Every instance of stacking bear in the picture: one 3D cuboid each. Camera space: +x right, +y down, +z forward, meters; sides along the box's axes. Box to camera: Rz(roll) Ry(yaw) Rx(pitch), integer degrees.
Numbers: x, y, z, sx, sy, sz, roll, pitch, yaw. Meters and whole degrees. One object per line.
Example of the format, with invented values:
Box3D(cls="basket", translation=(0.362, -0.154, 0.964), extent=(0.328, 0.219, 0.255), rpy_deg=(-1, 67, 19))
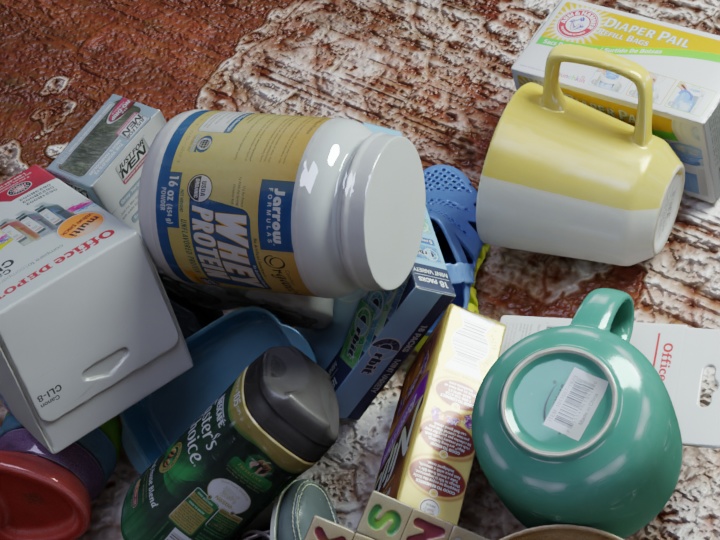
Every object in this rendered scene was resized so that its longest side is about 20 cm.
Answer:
Box3D(cls="stacking bear", translation=(-0.259, 0.130, 1.477), extent=(0.114, 0.122, 0.200), rpy_deg=(-1, 45, 20))

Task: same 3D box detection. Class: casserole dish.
Box3D(cls="casserole dish", translation=(-0.117, 0.111, 1.432), extent=(0.200, 0.039, 0.121), rpy_deg=(-33, 84, 18))

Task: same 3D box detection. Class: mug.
Box3D(cls="mug", translation=(0.196, -0.082, 1.451), extent=(0.153, 0.187, 0.150), rpy_deg=(19, 68, 20))
Box3D(cls="mug", translation=(0.156, 0.105, 1.264), extent=(0.152, 0.114, 0.185), rpy_deg=(-22, 60, 8))

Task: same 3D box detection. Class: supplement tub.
Box3D(cls="supplement tub", translation=(-0.062, -0.054, 1.346), extent=(0.200, 0.145, 0.145), rpy_deg=(5, 55, 24))

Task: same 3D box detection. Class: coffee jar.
Box3D(cls="coffee jar", translation=(-0.103, 0.155, 1.356), extent=(0.200, 0.085, 0.104), rpy_deg=(-45, 18, 17))

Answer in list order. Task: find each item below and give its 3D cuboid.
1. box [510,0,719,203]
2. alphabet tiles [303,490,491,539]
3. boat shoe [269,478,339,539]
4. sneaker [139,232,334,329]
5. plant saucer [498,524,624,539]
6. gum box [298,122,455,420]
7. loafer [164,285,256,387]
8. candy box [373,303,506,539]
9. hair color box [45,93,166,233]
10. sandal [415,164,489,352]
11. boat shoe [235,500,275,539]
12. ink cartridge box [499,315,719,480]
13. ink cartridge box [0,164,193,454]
Box3D(cls="box", translation=(0.253, -0.158, 1.528), extent=(0.200, 0.113, 0.101), rpy_deg=(21, 61, 32))
Box3D(cls="alphabet tiles", translation=(0.038, 0.266, 1.239), extent=(0.200, 0.006, 0.167), rpy_deg=(23, 86, -4))
Box3D(cls="boat shoe", translation=(-0.022, 0.248, 1.311), extent=(0.062, 0.073, 0.200), rpy_deg=(-39, 47, 37))
Box3D(cls="sneaker", translation=(-0.103, -0.015, 1.472), extent=(0.200, 0.078, 0.100), rpy_deg=(14, 72, 17))
Box3D(cls="plant saucer", translation=(0.147, 0.286, 1.216), extent=(0.200, 0.035, 0.201), rpy_deg=(0, 80, 1))
Box3D(cls="gum box", translation=(0.000, 0.000, 1.461), extent=(0.044, 0.170, 0.200), rpy_deg=(12, 42, -30))
Box3D(cls="loafer", translation=(-0.120, 0.087, 1.498), extent=(0.200, 0.073, 0.072), rpy_deg=(32, 106, 28))
Box3D(cls="candy box", translation=(0.056, 0.141, 1.347), extent=(0.056, 0.117, 0.200), rpy_deg=(20, 56, -6))
Box3D(cls="hair color box", translation=(-0.201, -0.055, 1.537), extent=(0.061, 0.200, 0.099), rpy_deg=(22, 62, 31))
Box3D(cls="sandal", translation=(0.073, -0.023, 1.498), extent=(0.079, 0.087, 0.200), rpy_deg=(-10, 49, 12))
Box3D(cls="boat shoe", translation=(-0.075, 0.257, 1.342), extent=(0.067, 0.057, 0.200), rpy_deg=(-13, 50, 10))
Box3D(cls="ink cartridge box", translation=(0.206, 0.106, 1.363), extent=(0.200, 0.067, 0.116), rpy_deg=(3, 55, 21))
Box3D(cls="ink cartridge box", translation=(-0.264, 0.028, 1.403), extent=(0.145, 0.145, 0.200), rpy_deg=(-33, 36, -22))
